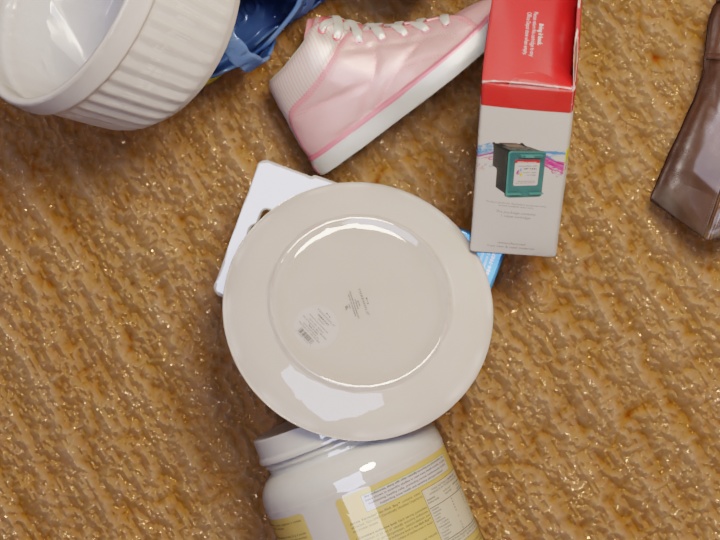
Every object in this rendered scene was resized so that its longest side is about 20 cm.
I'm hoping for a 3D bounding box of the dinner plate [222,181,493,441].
[{"bbox_3d":[-0.001,0.025,1.280,0.199,0.024,0.201,1,70,-3],"label":"dinner plate"}]

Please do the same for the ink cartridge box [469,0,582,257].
[{"bbox_3d":[0.120,-0.122,1.269,0.067,0.116,0.200,5,133,5],"label":"ink cartridge box"}]

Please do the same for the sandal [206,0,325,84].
[{"bbox_3d":[-0.062,-0.211,1.324,0.200,0.087,0.080,-49,116,-12],"label":"sandal"}]

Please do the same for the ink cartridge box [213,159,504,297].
[{"bbox_3d":[0.000,0.000,1.355,0.199,0.068,0.116,21,91,3],"label":"ink cartridge box"}]

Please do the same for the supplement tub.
[{"bbox_3d":[0.013,0.197,1.323,0.145,0.145,0.201,-22,90,4],"label":"supplement tub"}]

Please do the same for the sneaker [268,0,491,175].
[{"bbox_3d":[0.018,-0.171,1.344,0.200,0.075,0.105,-36,94,9],"label":"sneaker"}]

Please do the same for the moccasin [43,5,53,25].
[{"bbox_3d":[-0.302,-0.208,1.367,0.201,0.078,0.074,4,76,-15],"label":"moccasin"}]

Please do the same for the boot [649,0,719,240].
[{"bbox_3d":[0.331,-0.107,1.330,0.186,0.064,0.201,16,90,16],"label":"boot"}]

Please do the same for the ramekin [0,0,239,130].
[{"bbox_3d":[-0.177,-0.196,1.274,0.105,0.200,0.201,22,95,-41],"label":"ramekin"}]
